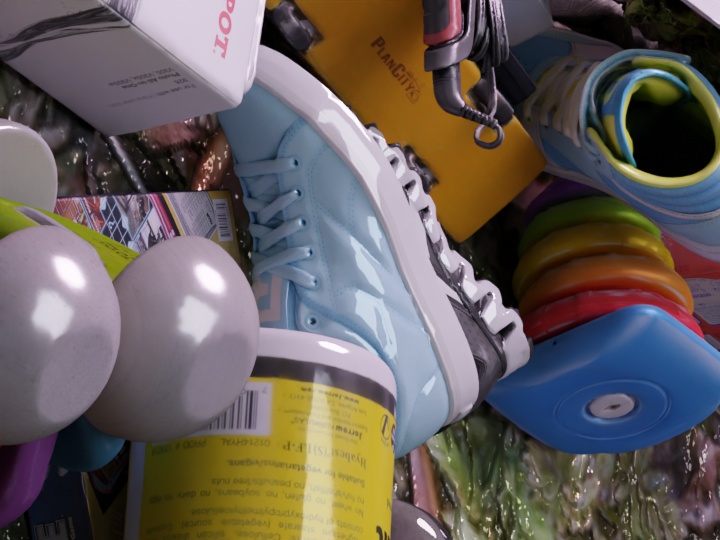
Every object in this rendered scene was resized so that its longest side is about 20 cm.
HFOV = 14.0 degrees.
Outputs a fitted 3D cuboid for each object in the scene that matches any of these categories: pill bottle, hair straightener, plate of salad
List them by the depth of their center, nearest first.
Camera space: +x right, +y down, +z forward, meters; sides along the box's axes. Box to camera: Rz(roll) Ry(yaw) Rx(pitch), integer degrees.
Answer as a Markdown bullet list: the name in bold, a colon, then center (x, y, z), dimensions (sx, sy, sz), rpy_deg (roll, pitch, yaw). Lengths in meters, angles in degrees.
- **pill bottle**: center (-0.044, 0.133, 1.196), dimensions (0.111, 0.111, 0.201), rpy_deg (28, 60, -49)
- **hair straightener**: center (0.056, -0.149, 1.363), dimensions (0.077, 0.041, 0.201), rpy_deg (20, 59, -54)
- **plate of salad**: center (0.178, -0.115, 1.502), dimensions (0.048, 0.200, 0.200), rpy_deg (-54, 139, 7)

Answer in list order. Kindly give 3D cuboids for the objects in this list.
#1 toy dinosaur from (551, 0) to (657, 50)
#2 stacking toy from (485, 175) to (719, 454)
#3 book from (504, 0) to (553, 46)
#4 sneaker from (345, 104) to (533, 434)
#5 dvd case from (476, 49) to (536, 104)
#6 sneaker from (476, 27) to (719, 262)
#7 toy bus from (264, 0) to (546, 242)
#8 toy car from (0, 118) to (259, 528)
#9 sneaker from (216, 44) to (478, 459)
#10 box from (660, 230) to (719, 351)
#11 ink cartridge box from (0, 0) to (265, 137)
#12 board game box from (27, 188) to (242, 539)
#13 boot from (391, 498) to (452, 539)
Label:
- **toy dinosaur**: center (0.128, -0.155, 1.627), dimensions (0.077, 0.102, 0.201), rpy_deg (99, 11, -67)
- **stacking toy**: center (0.122, -0.012, 1.568), dimensions (0.110, 0.116, 0.201), rpy_deg (35, 40, -45)
- **book**: center (0.053, -0.227, 1.505), dimensions (0.134, 0.048, 0.201), rpy_deg (52, 23, -37)
- **sneaker**: center (0.000, 0.000, 1.397), dimensions (0.200, 0.066, 0.091), rpy_deg (51, 58, -22)
- **dvd case**: center (0.007, -0.179, 1.429), dimensions (0.200, 0.018, 0.143), rpy_deg (50, 4, -35)
- **sneaker**: center (0.119, -0.087, 1.479), dimensions (0.080, 0.199, 0.131), rpy_deg (-58, 153, -6)
- **toy bus**: center (0.013, -0.102, 1.427), dimensions (0.200, 0.065, 0.078), rpy_deg (49, 1, -36)
- **toy car**: center (-0.151, 0.031, 1.117), dimensions (0.200, 0.175, 0.151), rpy_deg (3, 112, -55)
- **sneaker**: center (-0.020, -0.002, 1.312), dimensions (0.082, 0.074, 0.201), rpy_deg (-38, 102, -33)
- **box**: center (0.243, -0.025, 1.638), dimensions (0.102, 0.199, 0.095), rpy_deg (33, 56, -44)
- **ink cartridge box**: center (-0.128, -0.168, 1.247), dimensions (0.200, 0.084, 0.147), rpy_deg (38, 51, -44)
- **board game box**: center (-0.093, 0.067, 1.273), dimensions (0.135, 0.034, 0.201), rpy_deg (-4, 84, -56)
- **boot**: center (-0.001, 0.183, 1.309), dimensions (0.131, 0.067, 0.201), rpy_deg (54, 39, -62)
